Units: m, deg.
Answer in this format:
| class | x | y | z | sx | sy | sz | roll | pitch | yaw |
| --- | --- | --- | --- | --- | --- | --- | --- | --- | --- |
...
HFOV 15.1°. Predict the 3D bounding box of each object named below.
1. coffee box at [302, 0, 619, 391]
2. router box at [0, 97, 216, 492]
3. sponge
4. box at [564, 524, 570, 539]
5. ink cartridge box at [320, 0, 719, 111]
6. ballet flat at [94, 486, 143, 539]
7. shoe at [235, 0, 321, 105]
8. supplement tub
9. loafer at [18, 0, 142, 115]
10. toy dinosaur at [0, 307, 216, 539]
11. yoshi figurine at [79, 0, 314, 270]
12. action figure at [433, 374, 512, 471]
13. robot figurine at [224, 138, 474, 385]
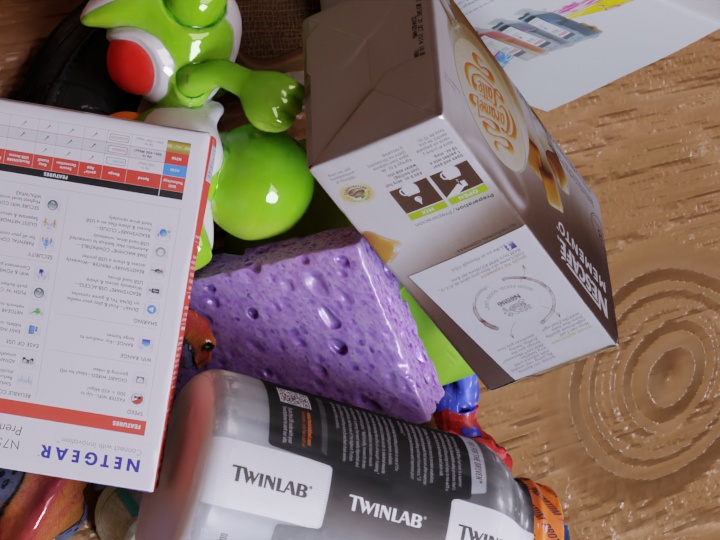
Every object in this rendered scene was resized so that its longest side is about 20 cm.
| class | x | y | z | sx | sy | sz | roll | pitch | yaw |
| --- | --- | --- | --- | --- | --- | --- | --- | --- | --- |
| coffee box | 0.053 | -0.044 | 1.410 | 0.200 | 0.080 | 0.115 | 50 | 27 | -40 |
| router box | -0.184 | 0.005 | 1.339 | 0.199 | 0.049 | 0.180 | 10 | 89 | -1 |
| sponge | -0.065 | 0.044 | 1.447 | 0.112 | 0.200 | 0.030 | 66 | 29 | -25 |
| box | 0.044 | 0.203 | 1.551 | 0.136 | 0.200 | 0.038 | -5 | 64 | -5 |
| ink cartridge box | 0.090 | -0.202 | 1.568 | 0.200 | 0.144 | 0.146 | 17 | 59 | -45 |
| ballet flat | -0.085 | 0.194 | 1.530 | 0.067 | 0.062 | 0.200 | -41 | 124 | -4 |
| shoe | -0.029 | -0.131 | 1.560 | 0.200 | 0.053 | 0.070 | -7 | 67 | -49 |
| supplement tub | -0.005 | 0.131 | 1.386 | 0.200 | 0.123 | 0.123 | 16 | 84 | -16 |
| loafer | -0.153 | -0.063 | 1.428 | 0.068 | 0.070 | 0.201 | 44 | 65 | -38 |
| toy dinosaur | -0.142 | 0.103 | 1.403 | 0.105 | 0.200 | 0.181 | 28 | 120 | -31 |
| yoshi figurine | -0.071 | -0.098 | 1.412 | 0.112 | 0.112 | 0.201 | 4 | 85 | -68 |
| action figure | 0.041 | 0.076 | 1.641 | 0.099 | 0.065 | 0.201 | -30 | 115 | -48 |
| robot figurine | 0.000 | 0.000 | 1.520 | 0.200 | 0.115 | 0.176 | 45 | 33 | -53 |
